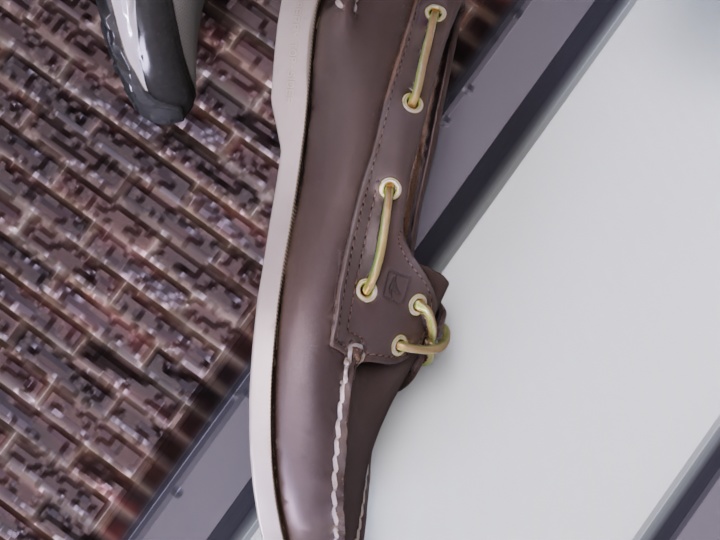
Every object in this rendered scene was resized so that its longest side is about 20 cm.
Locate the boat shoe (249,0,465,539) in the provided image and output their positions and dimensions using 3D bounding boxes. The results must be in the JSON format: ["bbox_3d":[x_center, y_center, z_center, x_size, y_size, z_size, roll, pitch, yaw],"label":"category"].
[{"bbox_3d":[0.000,0.000,0.868,0.059,0.072,0.201,2,75,7],"label":"boat shoe"}]

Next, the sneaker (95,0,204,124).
[{"bbox_3d":[-0.049,-0.147,0.896,0.079,0.074,0.202,8,81,0],"label":"sneaker"}]
